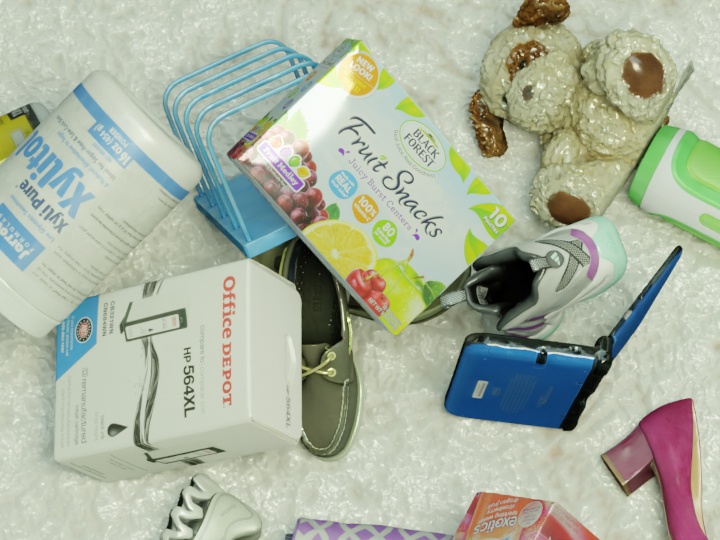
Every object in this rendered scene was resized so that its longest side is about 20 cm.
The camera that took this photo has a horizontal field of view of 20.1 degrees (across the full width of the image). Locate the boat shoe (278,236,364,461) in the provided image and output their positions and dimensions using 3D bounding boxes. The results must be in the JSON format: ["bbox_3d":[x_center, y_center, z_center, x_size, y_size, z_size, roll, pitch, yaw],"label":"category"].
[{"bbox_3d":[-0.039,0.064,1.753,0.072,0.060,0.203,-4,85,15],"label":"boat shoe"}]

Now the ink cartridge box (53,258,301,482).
[{"bbox_3d":[-0.155,0.086,1.713,0.199,0.084,0.147,-14,64,26],"label":"ink cartridge box"}]

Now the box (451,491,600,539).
[{"bbox_3d":[0.165,0.271,1.621,0.200,0.102,0.095,42,68,-28],"label":"box"}]

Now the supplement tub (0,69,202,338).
[{"bbox_3d":[-0.242,-0.057,1.703,0.200,0.132,0.132,-46,74,1],"label":"supplement tub"}]

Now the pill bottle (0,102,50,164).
[{"bbox_3d":[-0.350,-0.061,1.799,0.199,0.112,0.112,-25,70,-10],"label":"pill bottle"}]

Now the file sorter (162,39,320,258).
[{"bbox_3d":[-0.080,-0.113,1.757,0.138,0.200,0.123,-26,110,-10],"label":"file sorter"}]

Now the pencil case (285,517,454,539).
[{"bbox_3d":[0.030,0.258,1.692,0.198,0.084,0.086,6,103,4],"label":"pencil case"}]

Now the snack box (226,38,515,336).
[{"bbox_3d":[0.009,-0.068,1.658,0.142,0.053,0.200,-44,106,-5],"label":"snack box"}]

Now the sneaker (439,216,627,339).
[{"bbox_3d":[0.118,0.019,1.707,0.139,0.200,0.078,-15,72,-32],"label":"sneaker"}]

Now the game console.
[{"bbox_3d":[0.167,0.052,1.705,0.169,0.200,0.119,7,69,-1],"label":"game console"}]

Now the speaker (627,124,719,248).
[{"bbox_3d":[0.343,-0.053,1.812,0.199,0.089,0.089,28,71,10],"label":"speaker"}]

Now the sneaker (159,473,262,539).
[{"bbox_3d":[-0.150,0.271,1.693,0.081,0.075,0.201,27,71,1],"label":"sneaker"}]

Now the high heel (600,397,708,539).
[{"bbox_3d":[0.295,0.203,1.716,0.096,0.067,0.200,-35,69,-2],"label":"high heel"}]

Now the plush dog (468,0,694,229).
[{"bbox_3d":[0.188,-0.161,1.828,0.171,0.201,0.160,32,28,11],"label":"plush dog"}]

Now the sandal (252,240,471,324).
[{"bbox_3d":[-0.001,0.001,1.804,0.199,0.057,0.080,3,68,1],"label":"sandal"}]
